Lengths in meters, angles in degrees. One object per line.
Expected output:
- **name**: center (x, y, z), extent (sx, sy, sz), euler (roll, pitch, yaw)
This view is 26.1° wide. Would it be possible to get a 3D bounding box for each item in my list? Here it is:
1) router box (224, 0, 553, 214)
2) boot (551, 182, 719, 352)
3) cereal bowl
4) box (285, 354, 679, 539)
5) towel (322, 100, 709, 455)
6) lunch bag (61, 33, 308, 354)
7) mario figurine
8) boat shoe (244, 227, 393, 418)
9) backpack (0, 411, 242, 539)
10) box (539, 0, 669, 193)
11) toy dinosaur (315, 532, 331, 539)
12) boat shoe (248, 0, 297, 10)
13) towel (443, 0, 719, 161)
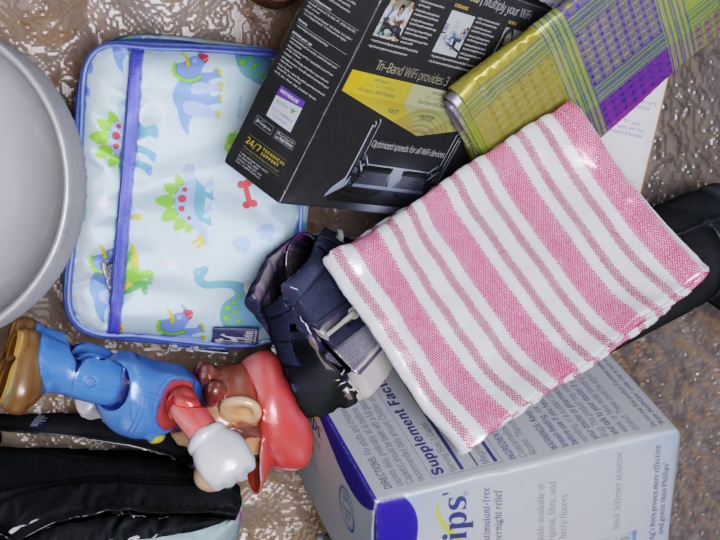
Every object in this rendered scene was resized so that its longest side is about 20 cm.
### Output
- **router box**: center (0.026, -0.114, 0.957), extent (0.200, 0.052, 0.157), euler (3, 119, -56)
- **boot**: center (0.203, 0.024, 1.002), extent (0.200, 0.165, 0.066), euler (-15, 139, -36)
- **cereal bowl**: center (-0.257, -0.052, 0.954), extent (0.200, 0.083, 0.200), euler (0, 89, 12)
- **box**: center (0.072, 0.115, 1.002), extent (0.200, 0.184, 0.105), euler (-10, 121, -16)
- **towel**: center (0.095, -0.001, 0.934), extent (0.200, 0.030, 0.146), euler (-33, 78, -20)
- **lunch bag**: center (-0.114, -0.050, 1.003), extent (0.161, 0.082, 0.200), euler (6, 98, -10)
- **mario figurine**: center (-0.127, 0.097, 0.959), extent (0.200, 0.123, 0.106), euler (16, 129, -15)
- **boat shoe**: center (0.000, 0.000, 0.987), extent (0.075, 0.200, 0.093), euler (-19, 111, 32)
- **backpack**: center (-0.177, 0.175, 1.005), extent (0.200, 0.167, 0.127), euler (0, 117, -19)
- **box**: center (0.148, -0.133, 1.063), extent (0.119, 0.041, 0.200), euler (11, 96, -14)
- **toy dinosaur**: center (0.067, 0.190, 1.074), extent (0.200, 0.102, 0.077), euler (-10, 103, -9)
- **boat shoe**: center (-0.040, -0.265, 0.982), extent (0.072, 0.068, 0.200), euler (12, 98, -14)
- **towel**: center (0.143, -0.133, 0.990), extent (0.200, 0.023, 0.144), euler (-40, 147, -1)
